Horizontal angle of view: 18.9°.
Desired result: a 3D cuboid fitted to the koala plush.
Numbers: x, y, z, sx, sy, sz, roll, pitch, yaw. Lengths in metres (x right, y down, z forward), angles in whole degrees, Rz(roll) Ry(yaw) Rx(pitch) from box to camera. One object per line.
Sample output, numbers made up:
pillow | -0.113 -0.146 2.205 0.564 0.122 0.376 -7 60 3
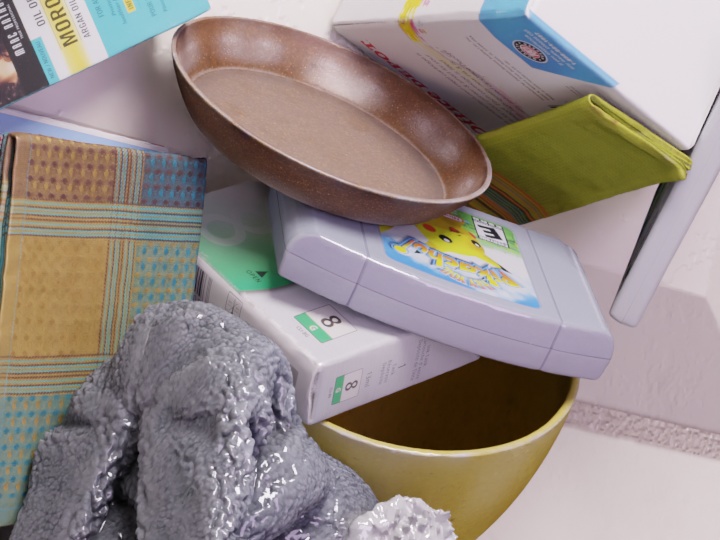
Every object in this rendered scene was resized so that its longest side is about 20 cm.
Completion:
koala plush | -0.054 0.129 1.130 0.199 0.176 0.185 30 62 -42

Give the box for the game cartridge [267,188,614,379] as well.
game cartridge | 0.046 -0.002 1.226 0.199 0.134 0.041 18 117 -15

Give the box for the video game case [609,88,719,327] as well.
video game case | 0.217 -0.086 1.332 0.022 0.183 0.201 25 122 4

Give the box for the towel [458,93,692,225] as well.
towel | 0.103 -0.059 1.303 0.086 0.199 0.018 28 66 -27

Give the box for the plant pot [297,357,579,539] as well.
plant pot | 0.018 0.099 1.285 0.199 0.200 0.143 -13 130 -32

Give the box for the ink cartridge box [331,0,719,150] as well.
ink cartridge box | 0.114 -0.171 1.299 0.146 0.199 0.147 34 75 -31

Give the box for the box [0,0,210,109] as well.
box | -0.183 -0.139 1.177 0.199 0.049 0.083 -31 102 -34

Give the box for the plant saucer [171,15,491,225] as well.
plant saucer | -0.021 -0.082 1.240 0.199 0.201 0.035 10 119 -34

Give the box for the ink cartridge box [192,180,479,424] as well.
ink cartridge box | 0.000 0.000 1.254 0.199 0.161 0.050 -20 136 -35

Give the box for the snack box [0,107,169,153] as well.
snack box | -0.202 -0.055 1.205 0.199 0.024 0.073 13 88 -34

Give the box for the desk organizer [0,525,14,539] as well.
desk organizer | -0.208 0.106 1.182 0.071 0.077 0.201 -23 118 -8

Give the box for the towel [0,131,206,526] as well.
towel | -0.145 0.033 1.151 0.146 0.022 0.202 5 91 -50
